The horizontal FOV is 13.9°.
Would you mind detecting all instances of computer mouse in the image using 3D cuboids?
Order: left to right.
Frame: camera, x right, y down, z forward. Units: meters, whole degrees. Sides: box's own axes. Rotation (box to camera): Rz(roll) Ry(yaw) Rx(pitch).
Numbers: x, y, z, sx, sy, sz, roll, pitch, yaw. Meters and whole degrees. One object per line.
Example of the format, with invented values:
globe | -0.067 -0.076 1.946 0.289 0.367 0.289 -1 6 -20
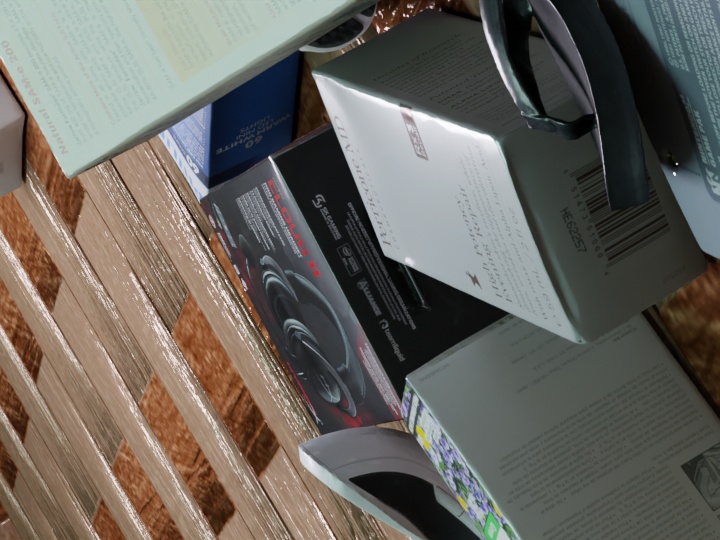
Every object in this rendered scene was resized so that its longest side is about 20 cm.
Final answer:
computer mouse | 0.057 0.127 1.501 0.200 0.044 0.110 32 -177 -25

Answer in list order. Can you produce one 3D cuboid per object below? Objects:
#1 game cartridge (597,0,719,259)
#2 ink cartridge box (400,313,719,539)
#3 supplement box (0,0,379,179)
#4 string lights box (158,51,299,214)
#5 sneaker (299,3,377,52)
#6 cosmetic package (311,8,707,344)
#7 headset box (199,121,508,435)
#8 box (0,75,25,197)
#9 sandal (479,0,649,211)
game cartridge | 0.131 -0.086 1.054 0.133 0.040 0.201 27 142 57
ink cartridge box | 0.115 0.107 1.287 0.200 0.109 0.050 55 163 19
supplement box | -0.078 -0.144 1.337 0.199 0.073 0.127 -27 92 34
string lights box | -0.084 -0.125 1.601 0.103 0.059 0.200 56 163 19
sneaker | -0.066 -0.188 1.417 0.201 0.073 0.080 62 167 -1
cosmetic package | 0.060 -0.045 1.273 0.200 0.074 0.102 22 138 64
headset box | 0.000 0.000 1.524 0.149 0.077 0.200 62 166 -3
box | -0.357 -0.149 2.313 0.201 0.106 0.152 57 164 12
sandal | 0.064 -0.100 1.135 0.076 0.043 0.201 69 179 -59
